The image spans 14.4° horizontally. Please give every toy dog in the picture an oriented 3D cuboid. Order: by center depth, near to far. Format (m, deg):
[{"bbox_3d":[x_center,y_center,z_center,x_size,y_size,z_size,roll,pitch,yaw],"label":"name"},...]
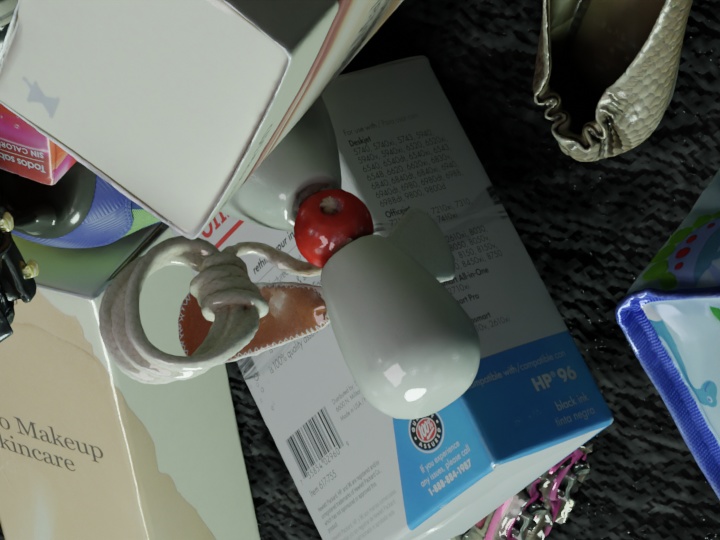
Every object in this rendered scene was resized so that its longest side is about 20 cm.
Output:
[{"bbox_3d":[-0.032,-0.017,0.991,0.131,0.201,0.097,-5,143,-8],"label":"toy dog"}]

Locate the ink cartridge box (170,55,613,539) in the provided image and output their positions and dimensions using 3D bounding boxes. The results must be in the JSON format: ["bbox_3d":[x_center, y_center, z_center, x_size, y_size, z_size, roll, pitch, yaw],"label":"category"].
[{"bbox_3d":[0.000,0.000,1.091,0.116,0.068,0.201,-41,71,48],"label":"ink cartridge box"}]

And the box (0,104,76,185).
[{"bbox_3d":[-0.178,-0.123,1.125,0.199,0.100,0.096,19,134,23],"label":"box"}]

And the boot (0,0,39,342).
[{"bbox_3d":[-0.152,-0.045,1.045,0.203,0.074,0.154,-5,124,44],"label":"boot"}]

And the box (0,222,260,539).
[{"bbox_3d":[-0.113,0.058,1.250,0.095,0.078,0.201,13,132,29],"label":"box"}]

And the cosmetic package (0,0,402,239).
[{"bbox_3d":[-0.023,-0.117,0.934,0.087,0.200,0.104,36,140,3],"label":"cosmetic package"}]

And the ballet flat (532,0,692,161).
[{"bbox_3d":[0.085,-0.107,0.962,0.067,0.046,0.201,33,147,20],"label":"ballet flat"}]

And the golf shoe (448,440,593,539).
[{"bbox_3d":[0.030,0.117,1.205,0.092,0.073,0.201,35,130,20],"label":"golf shoe"}]

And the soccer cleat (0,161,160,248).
[{"bbox_3d":[-0.158,-0.055,1.198,0.200,0.083,0.065,24,103,40],"label":"soccer cleat"}]

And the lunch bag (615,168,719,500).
[{"bbox_3d":[0.192,0.034,0.926,0.127,0.170,0.201,-12,119,43],"label":"lunch bag"}]
